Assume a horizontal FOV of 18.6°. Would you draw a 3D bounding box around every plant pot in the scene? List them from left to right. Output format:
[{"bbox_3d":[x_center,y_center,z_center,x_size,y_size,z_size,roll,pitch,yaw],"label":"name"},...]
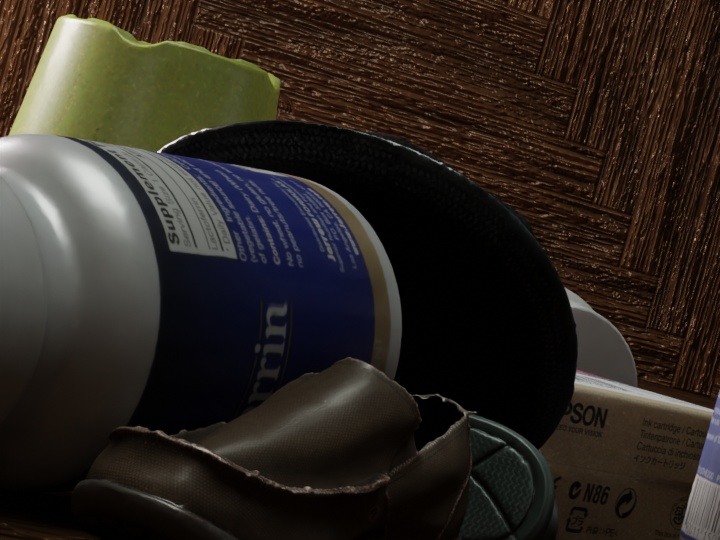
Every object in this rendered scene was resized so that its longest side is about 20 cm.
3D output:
[{"bbox_3d":[-0.130,-0.039,1.234,0.200,0.185,0.200,15,1,0],"label":"plant pot"}]

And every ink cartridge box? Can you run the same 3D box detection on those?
[{"bbox_3d":[0.070,0.077,1.048,0.200,0.075,0.165,14,3,-44],"label":"ink cartridge box"}]

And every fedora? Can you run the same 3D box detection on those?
[{"bbox_3d":[0.000,0.000,0.906,0.200,0.201,0.092,16,38,12],"label":"fedora"}]

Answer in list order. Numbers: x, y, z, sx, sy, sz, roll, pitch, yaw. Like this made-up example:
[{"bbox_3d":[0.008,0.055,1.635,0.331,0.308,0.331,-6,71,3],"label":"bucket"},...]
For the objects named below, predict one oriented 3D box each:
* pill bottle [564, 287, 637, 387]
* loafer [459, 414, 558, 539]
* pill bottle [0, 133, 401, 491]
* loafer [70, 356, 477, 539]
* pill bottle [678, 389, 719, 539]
[{"bbox_3d":[0.083,0.056,1.309,0.114,0.115,0.200,15,1,-18],"label":"pill bottle"},{"bbox_3d":[-0.016,0.068,0.852,0.200,0.072,0.063,23,-14,21],"label":"loafer"},{"bbox_3d":[-0.086,0.016,0.732,0.116,0.116,0.200,16,6,36],"label":"pill bottle"},{"bbox_3d":[-0.022,0.059,0.693,0.073,0.071,0.200,16,1,24],"label":"loafer"},{"bbox_3d":[0.203,0.051,0.894,0.111,0.201,0.111,16,1,0],"label":"pill bottle"}]
